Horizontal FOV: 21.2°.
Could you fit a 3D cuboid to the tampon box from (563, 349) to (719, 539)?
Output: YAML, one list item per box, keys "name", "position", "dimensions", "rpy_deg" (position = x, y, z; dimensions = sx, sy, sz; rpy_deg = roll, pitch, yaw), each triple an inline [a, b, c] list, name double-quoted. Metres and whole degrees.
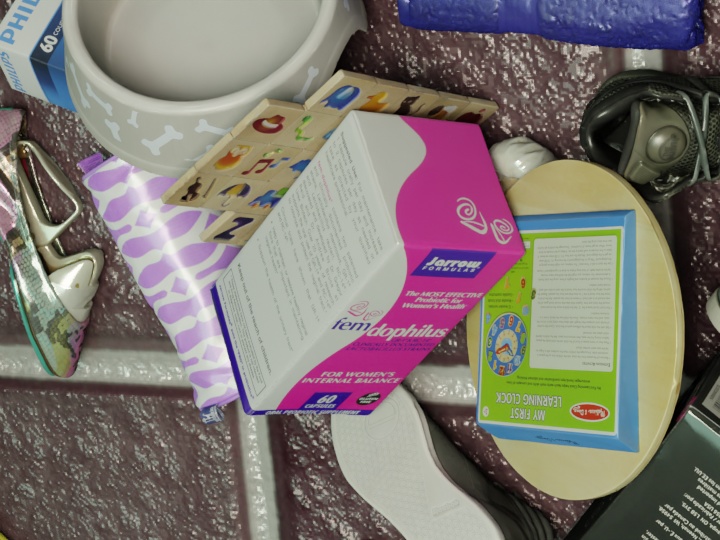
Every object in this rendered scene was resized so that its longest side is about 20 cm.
- name: "tampon box"
  position: [0.210, 0.164, 1.184]
  dimensions: [0.126, 0.150, 0.201]
  rpy_deg: [39, 118, 7]

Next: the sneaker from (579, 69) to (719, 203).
- name: "sneaker"
  position: [0.220, -0.078, 1.123]
  dimensions: [0.197, 0.114, 0.077]
  rpy_deg: [5, 111, 21]

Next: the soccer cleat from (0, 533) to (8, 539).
- name: "soccer cleat"
  position: [-0.340, 0.178, 1.494]
  dimensions: [0.199, 0.065, 0.084]
  rpy_deg: [32, 110, 12]

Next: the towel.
- name: "towel"
  position: [0.117, -0.214, 1.165]
  dimensions: [0.198, 0.050, 0.149]
  rpy_deg: [9, 113, 24]

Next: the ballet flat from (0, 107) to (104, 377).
- name: "ballet flat"
  position: [-0.228, -0.023, 1.380]
  dimensions: [0.070, 0.069, 0.202]
  rpy_deg: [-20, 98, 9]

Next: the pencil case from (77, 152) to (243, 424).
- name: "pencil case"
  position: [-0.119, 0.000, 1.326]
  dimensions: [0.085, 0.084, 0.202]
  rpy_deg: [-19, 97, 52]

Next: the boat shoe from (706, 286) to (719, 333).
- name: "boat shoe"
  position: [0.301, 0.060, 1.153]
  dimensions: [0.200, 0.073, 0.062]
  rpy_deg: [40, 122, 14]

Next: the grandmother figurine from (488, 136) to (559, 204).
- name: "grandmother figurine"
  position: [0.120, 0.012, 1.230]
  dimensions: [0.120, 0.061, 0.202]
  rpy_deg: [-8, 106, 18]

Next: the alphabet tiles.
- name: "alphabet tiles"
  position: [-0.027, -0.065, 1.198]
  dimensions: [0.167, 0.199, 0.008]
  rpy_deg: [-39, 65, 29]

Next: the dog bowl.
- name: "dog bowl"
  position: [-0.096, -0.158, 1.200]
  dimensions: [0.198, 0.201, 0.059]
  rpy_deg: [21, 157, 17]

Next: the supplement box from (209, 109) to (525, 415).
- name: "supplement box"
  position: [0.000, 0.000, 1.212]
  dimensions: [0.200, 0.100, 0.104]
  rpy_deg: [-50, 48, 43]

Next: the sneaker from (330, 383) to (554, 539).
- name: "sneaker"
  position: [0.056, 0.147, 1.298]
  dimensions: [0.071, 0.099, 0.200]
  rpy_deg: [-49, 51, 11]

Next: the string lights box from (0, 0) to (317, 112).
- name: "string lights box"
  position: [-0.131, -0.143, 1.265]
  dimensions: [0.198, 0.103, 0.059]
  rpy_deg: [21, 158, 17]

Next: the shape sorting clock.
- name: "shape sorting clock"
  position: [0.126, 0.035, 1.142]
  dimensions: [0.199, 0.039, 0.203]
  rpy_deg: [-10, 79, 57]
